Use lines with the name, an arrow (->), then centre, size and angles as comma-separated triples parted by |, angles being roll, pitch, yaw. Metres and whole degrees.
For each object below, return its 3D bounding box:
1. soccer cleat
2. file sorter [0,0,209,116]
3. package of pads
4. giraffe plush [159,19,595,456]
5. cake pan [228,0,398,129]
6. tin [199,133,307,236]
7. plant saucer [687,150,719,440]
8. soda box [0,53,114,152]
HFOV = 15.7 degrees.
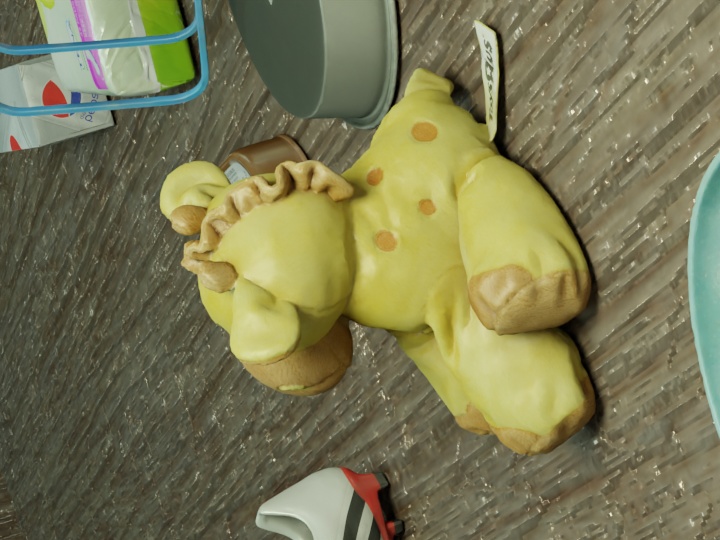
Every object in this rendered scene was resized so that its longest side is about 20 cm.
soccer cleat -> 0.003, 0.208, 1.534 | 0.069, 0.085, 0.200 | 105, 145, -60
file sorter -> -0.159, -0.202, 1.488 | 0.123, 0.139, 0.200 | 90, 175, -53
package of pads -> -0.181, -0.216, 1.746 | 0.154, 0.068, 0.200 | -166, 61, -70
giraffe plush -> 0.000, 0.000, 1.208 | 0.173, 0.162, 0.200 | -152, 47, -67
cake pan -> -0.036, -0.167, 1.383 | 0.200, 0.037, 0.200 | 163, 90, -73
tin -> -0.059, -0.016, 1.605 | 0.112, 0.042, 0.200 | 68, 163, 4
plant saucer -> 0.177, 0.044, 0.907 | 0.200, 0.036, 0.200 | 162, 90, -73
soda box -> -0.251, -0.134, 2.057 | 0.200, 0.063, 0.068 | -175, 69, -72
